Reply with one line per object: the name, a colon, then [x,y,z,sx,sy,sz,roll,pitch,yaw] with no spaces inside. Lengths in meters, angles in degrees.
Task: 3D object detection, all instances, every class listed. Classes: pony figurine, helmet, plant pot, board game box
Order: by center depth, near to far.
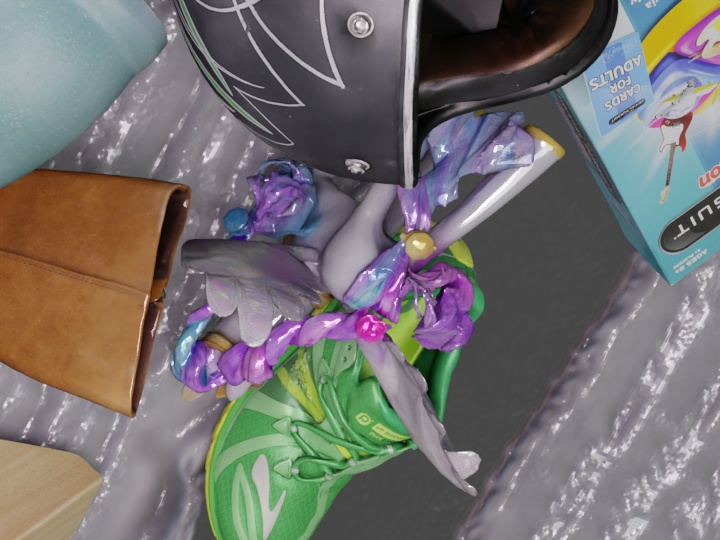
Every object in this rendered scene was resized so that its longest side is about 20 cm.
plant pot: [-0.197,-0.097,1.054,0.200,0.200,0.134,38,81,-29]
helmet: [0.011,-0.140,1.081,0.191,0.200,0.200,-26,119,-9]
pony figurine: [0.000,0.000,1.186,0.167,0.193,0.200,41,87,-19]
board game box: [0.168,-0.103,1.251,0.151,0.047,0.200,-37,137,-1]

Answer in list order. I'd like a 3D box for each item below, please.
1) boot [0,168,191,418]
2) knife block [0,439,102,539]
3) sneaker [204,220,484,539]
boot: [-0.186,0.032,1.133,0.200,0.068,0.188,15,76,13]
knife block: [-0.214,0.151,1.182,0.200,0.176,0.064,12,130,-24]
sneaker: [-0.010,0.067,1.275,0.074,0.084,0.200,27,102,-28]
